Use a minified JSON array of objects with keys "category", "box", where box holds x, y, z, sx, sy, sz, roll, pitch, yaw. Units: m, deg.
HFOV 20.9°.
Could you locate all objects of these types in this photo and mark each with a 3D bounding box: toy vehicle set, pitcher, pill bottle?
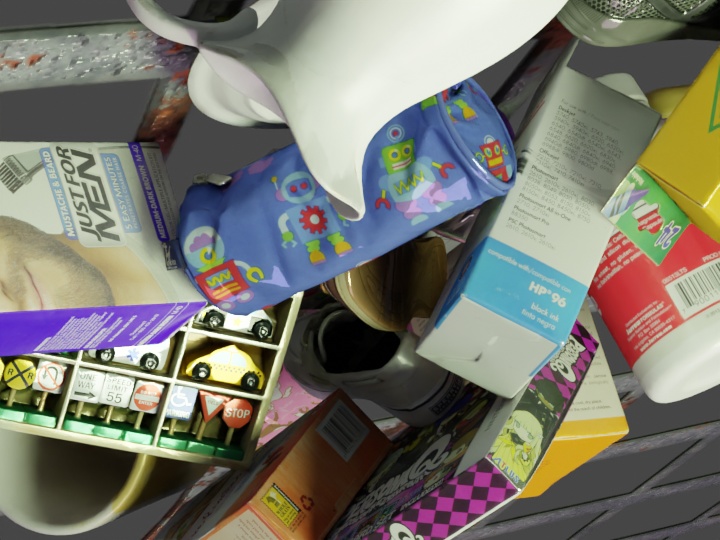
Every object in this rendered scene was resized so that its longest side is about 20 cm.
[{"category":"toy vehicle set","box":[-0.146,0.049,1.222,0.200,0.124,0.027,12,-171,-24]},{"category":"pitcher","box":[0.004,-0.151,0.907,0.200,0.172,0.121,-47,173,-3]},{"category":"pill bottle","box":[0.189,-0.024,1.272,0.112,0.200,0.112,-25,162,-9]}]

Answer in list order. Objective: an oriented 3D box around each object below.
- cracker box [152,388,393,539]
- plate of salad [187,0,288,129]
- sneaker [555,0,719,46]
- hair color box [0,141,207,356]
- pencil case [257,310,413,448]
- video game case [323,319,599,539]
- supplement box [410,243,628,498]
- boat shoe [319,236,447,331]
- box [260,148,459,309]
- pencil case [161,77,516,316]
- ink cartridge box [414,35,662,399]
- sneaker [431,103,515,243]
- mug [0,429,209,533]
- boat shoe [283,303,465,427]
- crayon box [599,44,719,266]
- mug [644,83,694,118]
[{"category":"cracker box","box":[-0.082,0.174,1.296,0.200,0.058,0.134,-40,-174,39]},{"category":"plate of salad","box":[0.000,-0.132,1.058,0.200,0.048,0.200,-17,162,-6]},{"category":"sneaker","box":[0.206,-0.183,1.073,0.199,0.076,0.114,-9,154,-33]},{"category":"hair color box","box":[-0.195,-0.013,1.100,0.200,0.109,0.065,-4,155,-38]},{"category":"pencil case","box":[-0.046,0.078,1.512,0.200,0.087,0.083,-35,-174,36]},{"category":"video game case","box":[0.048,0.127,1.227,0.200,0.036,0.181,-38,-173,34]},{"category":"supplement box","box":[0.105,0.051,1.401,0.073,0.200,0.126,-3,155,-30]},{"category":"boat shoe","box":[0.000,0.000,1.245,0.072,0.072,0.200,3,-179,17]},{"category":"box","box":[-0.022,-0.024,1.328,0.200,0.041,0.156,2,150,-43]},{"category":"pencil case","box":[-0.013,-0.045,1.098,0.200,0.087,0.078,-25,-166,21]},{"category":"ink cartridge box","box":[0.111,-0.037,1.146,0.068,0.200,0.116,27,158,-3]},{"category":"sneaker","box":[0.052,-0.072,1.220,0.080,0.089,0.200,21,179,32]},{"category":"mug","box":[-0.155,0.106,1.358,0.186,0.150,0.153,11,-177,26]},{"category":"boat shoe","box":[-0.005,0.050,1.322,0.065,0.074,0.200,43,162,-29]},{"category":"crayon box","box":[0.228,-0.085,1.096,0.200,0.052,0.126,-54,153,3]},{"category":"mug","box":[0.297,-0.091,1.310,0.186,0.150,0.153,-30,150,11]}]
